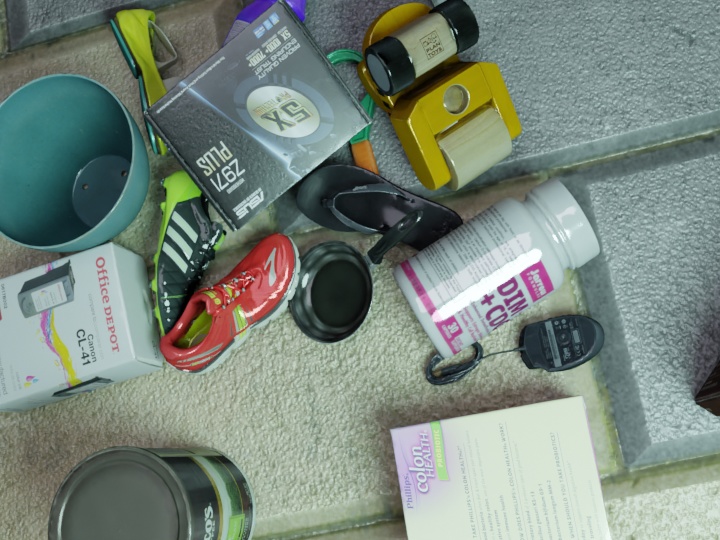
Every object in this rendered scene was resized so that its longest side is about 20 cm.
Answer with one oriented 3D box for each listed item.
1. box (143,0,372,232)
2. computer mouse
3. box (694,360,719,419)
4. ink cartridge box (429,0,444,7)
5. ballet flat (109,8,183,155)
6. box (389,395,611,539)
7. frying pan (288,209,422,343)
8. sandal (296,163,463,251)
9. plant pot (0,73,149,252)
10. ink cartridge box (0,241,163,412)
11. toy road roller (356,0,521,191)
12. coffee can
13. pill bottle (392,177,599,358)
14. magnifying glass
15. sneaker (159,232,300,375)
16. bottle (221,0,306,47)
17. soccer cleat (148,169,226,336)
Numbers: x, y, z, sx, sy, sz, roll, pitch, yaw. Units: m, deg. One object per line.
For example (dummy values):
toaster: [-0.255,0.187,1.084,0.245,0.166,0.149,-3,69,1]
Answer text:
box: [-0.112,-0.172,0.984,0.199,0.086,0.165,-37,100,4]
computer mouse: [0.166,0.092,0.955,0.197,0.034,0.060,-13,68,16]
box: [0.449,0.087,0.823,0.165,0.164,0.201,34,87,16]
ink cartridge box: [0.092,-0.437,1.042,0.144,0.084,0.201,-34,74,4]
ballet flat: [-0.254,-0.241,1.090,0.066,0.067,0.202,-17,73,-14]
box: [0.145,0.234,0.894,0.197,0.097,0.179,-12,77,8]
frying pan: [-0.013,-0.008,0.986,0.114,0.031,0.192,36,101,29]
sandal: [0.021,-0.070,0.988,0.197,0.043,0.077,15,101,9]
plant pot: [-0.330,-0.111,1.040,0.197,0.135,0.204,-2,79,11]
ink cartridge box: [-0.349,0.069,1.035,0.197,0.086,0.150,-18,76,9]
toy road roller: [0.076,-0.200,0.990,0.122,0.146,0.202,-33,110,-12]
coffee can: [-0.206,0.257,0.908,0.144,0.200,0.149,-2,79,11]
pill bottle: [0.143,-0.005,0.931,0.198,0.113,0.114,-33,74,4]
magnifying glass: [-0.005,-0.169,1.044,0.078,0.022,0.203,-16,74,8]
sneaker: [-0.147,0.037,0.992,0.077,0.085,0.201,40,89,28]
bottle: [-0.118,-0.276,1.064,0.083,0.065,0.202,24,84,10]
soccer cleat: [-0.202,-0.020,1.034,0.080,0.068,0.204,3,79,-1]
